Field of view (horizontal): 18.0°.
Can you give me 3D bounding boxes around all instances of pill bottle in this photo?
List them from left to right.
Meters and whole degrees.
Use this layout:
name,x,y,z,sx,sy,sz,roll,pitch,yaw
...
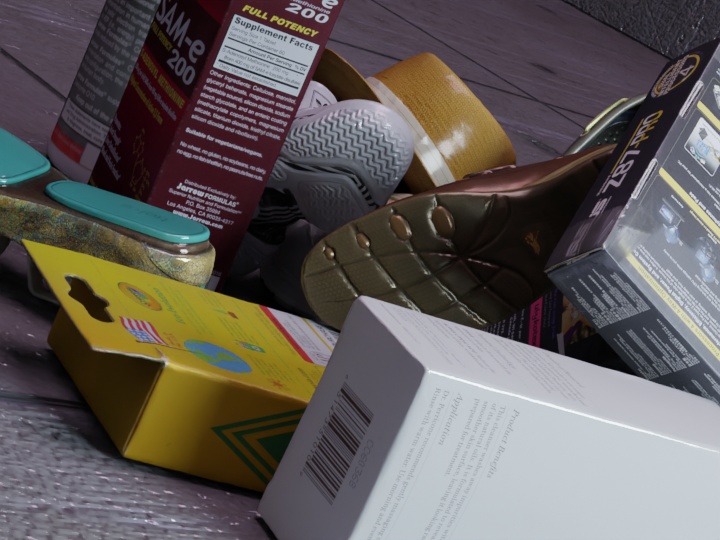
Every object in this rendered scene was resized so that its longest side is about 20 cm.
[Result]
name,x,y,z,sx,sy,sz,roll,pitch,yaw
pill bottle,-0.105,-0.140,1.392,0.114,0.200,0.114,23,13,-6

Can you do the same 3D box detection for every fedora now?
name,x,y,z,sx,sy,sz,roll,pitch,yaw
fedora,0.047,-0.078,1.492,0.201,0.082,0.201,54,-8,10

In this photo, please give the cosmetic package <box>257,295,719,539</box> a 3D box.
name,x,y,z,sx,sy,sz,roll,pitch,yaw
cosmetic package,0.074,0.096,0.983,0.200,0.113,0.081,19,14,-30

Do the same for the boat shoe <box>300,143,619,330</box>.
name,x,y,z,sx,sy,sz,roll,pitch,yaw
boat shoe,0.065,-0.014,1.144,0.200,0.072,0.068,-17,7,-8

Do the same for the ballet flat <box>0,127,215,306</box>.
name,x,y,z,sx,sy,sz,roll,pitch,yaw
ballet flat,-0.164,-0.024,1.133,0.200,0.071,0.071,25,13,20

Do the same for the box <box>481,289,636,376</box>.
name,x,y,z,sx,sy,sz,roll,pitch,yaw
box,0.167,0.024,1.241,0.122,0.106,0.200,20,-19,-27

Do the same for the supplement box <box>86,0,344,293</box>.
name,x,y,z,sx,sy,sz,roll,pitch,yaw
supplement box,-0.084,-0.079,1.190,0.061,0.200,0.109,18,14,-24

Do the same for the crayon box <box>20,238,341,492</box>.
name,x,y,z,sx,sy,sz,roll,pitch,yaw
crayon box,-0.060,0.053,1.046,0.200,0.051,0.127,18,14,-28

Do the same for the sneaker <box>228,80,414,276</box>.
name,x,y,z,sx,sy,sz,roll,pitch,yaw
sneaker,-0.026,-0.073,1.266,0.075,0.115,0.200,42,-36,-16

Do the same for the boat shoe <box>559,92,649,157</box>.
name,x,y,z,sx,sy,sz,roll,pitch,yaw
boat shoe,0.129,-0.027,1.394,0.072,0.202,0.060,34,-21,6

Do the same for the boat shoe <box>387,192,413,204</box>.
name,x,y,z,sx,sy,sz,roll,pitch,yaw
boat shoe,0.003,-0.016,1.421,0.065,0.072,0.200,-22,30,-13

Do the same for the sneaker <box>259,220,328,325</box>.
name,x,y,z,sx,sy,sz,roll,pitch,yaw
sneaker,0.000,0.000,1.283,0.074,0.087,0.200,18,14,-23

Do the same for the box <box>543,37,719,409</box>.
name,x,y,z,sx,sy,sz,roll,pitch,yaw
box,0.196,0.010,1.102,0.200,0.049,0.161,46,50,-16
